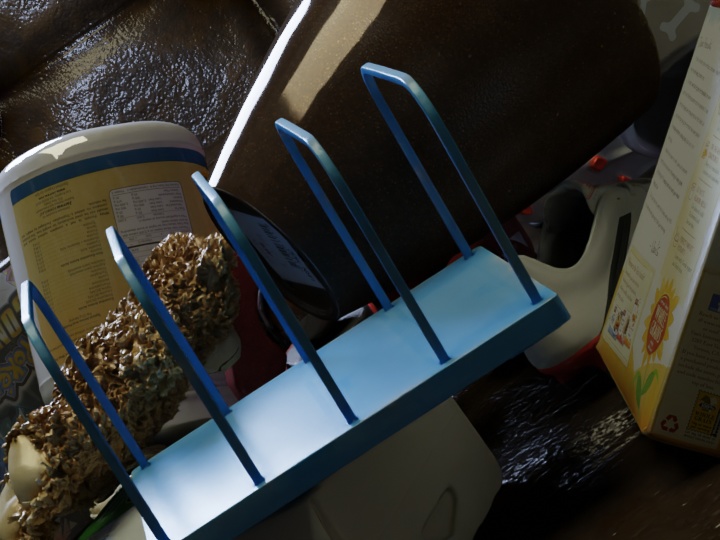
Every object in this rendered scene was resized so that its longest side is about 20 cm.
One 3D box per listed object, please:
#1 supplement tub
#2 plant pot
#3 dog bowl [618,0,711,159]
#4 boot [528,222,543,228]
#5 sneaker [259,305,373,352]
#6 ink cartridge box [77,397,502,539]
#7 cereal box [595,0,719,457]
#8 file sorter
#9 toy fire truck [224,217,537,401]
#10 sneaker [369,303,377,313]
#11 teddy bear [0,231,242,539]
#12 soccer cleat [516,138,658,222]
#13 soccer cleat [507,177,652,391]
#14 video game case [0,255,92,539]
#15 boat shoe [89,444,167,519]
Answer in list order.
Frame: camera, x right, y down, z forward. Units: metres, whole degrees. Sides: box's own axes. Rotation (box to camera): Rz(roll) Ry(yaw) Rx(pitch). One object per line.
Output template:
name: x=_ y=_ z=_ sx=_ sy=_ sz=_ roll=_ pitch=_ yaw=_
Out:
supplement tub: x=-0.153 y=0.017 z=1.296 sx=0.143 sy=0.202 sz=0.145 roll=-14 pitch=-11 yaw=-3
plant pot: x=0.019 y=-0.078 z=0.993 sx=0.200 sy=0.187 sz=0.187 roll=-47 pitch=14 yaw=-17
dog bowl: x=0.214 y=-0.130 z=1.074 sx=0.198 sy=0.059 sz=0.200 roll=-17 pitch=-22 yaw=-7
boot: x=0.050 y=-0.092 z=1.295 sx=0.211 sy=0.156 sz=0.080 roll=-140 pitch=64 yaw=-69
sneaker: x=-0.034 y=0.028 z=1.337 sx=0.086 sy=0.078 sz=0.200 roll=-33 pitch=11 yaw=-26
ink cartridge box: x=-0.049 y=0.133 z=0.913 sx=0.199 sy=0.083 sz=0.147 roll=-27 pitch=14 yaw=30
cereal box: x=0.157 y=-0.037 z=0.839 sx=0.144 sy=0.039 sz=0.202 roll=-92 pitch=19 yaw=-77
file sorter: x=-0.037 y=0.014 z=0.854 sx=0.199 sy=0.123 sz=0.139 roll=-33 pitch=13 yaw=-4
toy fire truck: x=0.000 y=0.000 z=1.104 sx=0.199 sy=0.169 sz=0.112 roll=-38 pitch=11 yaw=-16
sneaker: x=0.038 y=0.000 z=1.300 sx=0.085 sy=0.077 sz=0.200 roll=-53 pitch=4 yaw=7
teddy bear: x=-0.119 y=0.067 z=0.994 sx=0.200 sy=0.066 sz=0.146 roll=-51 pitch=-11 yaw=-54
soccer cleat: x=0.156 y=-0.081 z=1.210 sx=0.198 sy=0.070 sz=0.078 roll=-21 pitch=13 yaw=-9
soccer cleat: x=0.138 y=-0.022 z=1.006 sx=0.068 sy=0.086 sz=0.200 roll=-21 pitch=18 yaw=50
video game case: x=-0.221 y=0.093 z=1.332 sx=0.025 sy=0.181 sz=0.200 roll=-23 pitch=16 yaw=49
boat shoe: x=-0.135 y=0.135 z=1.208 sx=0.073 sy=0.063 sz=0.201 roll=-36 pitch=11 yaw=-7
